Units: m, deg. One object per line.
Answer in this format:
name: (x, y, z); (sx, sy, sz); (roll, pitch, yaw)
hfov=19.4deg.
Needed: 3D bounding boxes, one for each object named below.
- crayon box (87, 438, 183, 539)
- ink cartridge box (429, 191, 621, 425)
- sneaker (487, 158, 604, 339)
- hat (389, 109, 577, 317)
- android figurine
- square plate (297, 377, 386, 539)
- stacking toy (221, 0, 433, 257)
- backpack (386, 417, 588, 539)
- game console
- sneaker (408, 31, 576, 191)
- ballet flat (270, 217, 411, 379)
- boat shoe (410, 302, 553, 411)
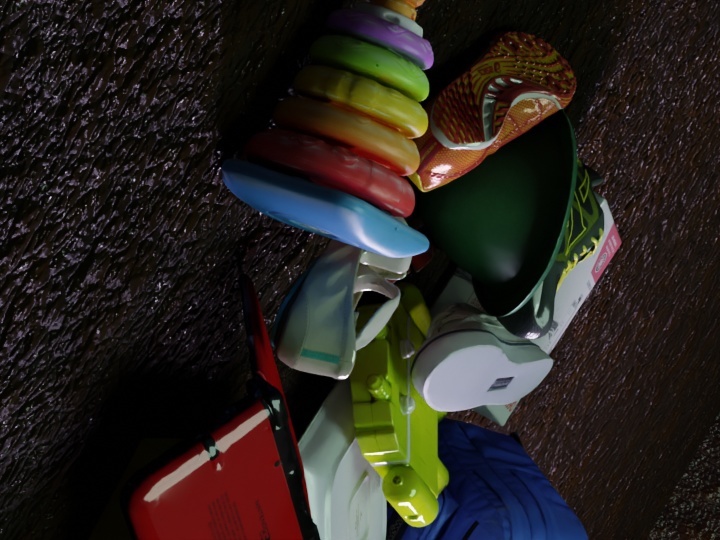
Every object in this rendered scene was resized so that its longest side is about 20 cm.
crayon box: (-0.131, 0.178, 1.420); (0.127, 0.051, 0.200); (-61, 162, 4)
ink cartridge box: (0.132, 0.021, 1.798); (0.200, 0.083, 0.147); (-57, 162, -5)
sneaker: (0.155, -0.027, 1.656); (0.075, 0.084, 0.201); (128, -23, -48)
hat: (0.050, -0.061, 1.565); (0.200, 0.175, 0.166); (-108, -143, -60)
android figurine: (0.032, 0.100, 1.618); (0.200, 0.041, 0.183); (60, 28, -60)
square plate: (-0.013, 0.187, 1.607); (0.198, 0.028, 0.201); (-53, 146, -61)
stacking toy: (0.006, -0.118, 1.264); (0.116, 0.109, 0.201); (25, 85, -60)
backpack: (0.088, 0.242, 1.813); (0.167, 0.200, 0.163); (9, 112, -33)
game console: (-0.090, 0.137, 1.358); (0.172, 0.119, 0.201); (-34, 135, -22)
sneaker: (0.090, -0.119, 1.530); (0.200, 0.073, 0.077); (-30, 169, -48)
ballet flat: (0.000, 0.000, 1.375); (0.200, 0.069, 0.070); (-64, 171, -48)
boat shoe: (0.082, 0.060, 1.623); (0.071, 0.070, 0.200); (-50, 157, 18)
